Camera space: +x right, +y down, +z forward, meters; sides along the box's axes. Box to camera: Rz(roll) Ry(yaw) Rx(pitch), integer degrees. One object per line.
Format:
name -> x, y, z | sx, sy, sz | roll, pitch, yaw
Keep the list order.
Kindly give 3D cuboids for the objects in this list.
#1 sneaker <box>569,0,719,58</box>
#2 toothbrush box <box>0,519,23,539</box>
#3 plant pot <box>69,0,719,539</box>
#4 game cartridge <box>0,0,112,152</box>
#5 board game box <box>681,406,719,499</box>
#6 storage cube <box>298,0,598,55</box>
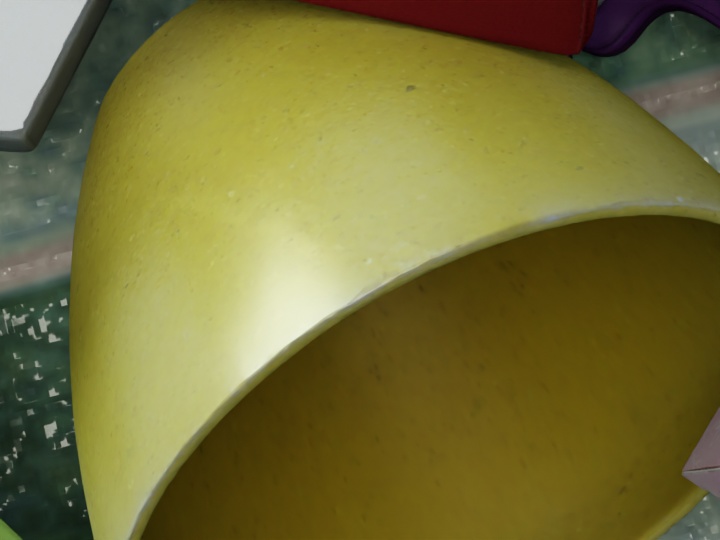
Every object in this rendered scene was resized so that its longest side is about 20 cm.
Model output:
sneaker -> 0.152, -0.089, 0.865 | 0.199, 0.074, 0.088 | 4, 95, 14
toothbrush box -> -0.089, 0.166, 0.738 | 0.200, 0.086, 0.146 | 44, 76, -13
plant pot -> 0.000, 0.000, 0.811 | 0.200, 0.200, 0.142 | -29, 58, 0
game cartridge -> -0.157, -0.119, 0.826 | 0.199, 0.041, 0.133 | 28, 82, 4
board game box -> 0.215, 0.025, 0.773 | 0.199, 0.043, 0.200 | 35, 74, -8
storage cube -> -0.005, -0.180, 0.723 | 0.199, 0.180, 0.172 | 12, 63, 6
